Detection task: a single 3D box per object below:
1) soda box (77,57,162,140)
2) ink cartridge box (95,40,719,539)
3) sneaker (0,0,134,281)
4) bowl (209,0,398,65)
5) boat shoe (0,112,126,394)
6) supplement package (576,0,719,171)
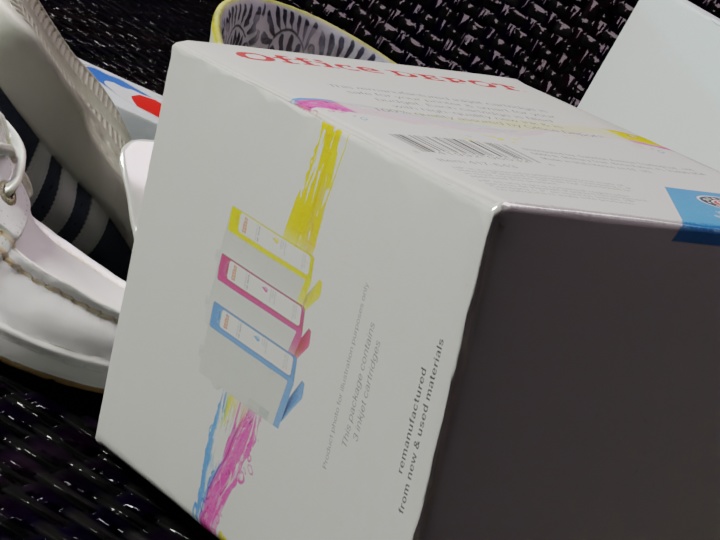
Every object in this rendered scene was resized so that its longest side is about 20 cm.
[{"bbox_3d":[-0.121,-0.048,1.127,0.200,0.064,0.068,22,11,-44],"label":"soda box"},{"bbox_3d":[0.022,0.018,0.847,0.128,0.126,0.200,5,14,-32],"label":"ink cartridge box"},{"bbox_3d":[-0.125,-0.035,1.031,0.075,0.084,0.200,65,3,35],"label":"sneaker"},{"bbox_3d":[0.000,0.000,1.099,0.200,0.094,0.201,36,17,-13],"label":"bowl"},{"bbox_3d":[-0.132,-0.028,0.921,0.199,0.070,0.071,29,6,-17],"label":"boat shoe"},{"bbox_3d":[0.166,0.005,1.366,0.150,0.201,0.152,26,9,-26],"label":"supplement package"}]
